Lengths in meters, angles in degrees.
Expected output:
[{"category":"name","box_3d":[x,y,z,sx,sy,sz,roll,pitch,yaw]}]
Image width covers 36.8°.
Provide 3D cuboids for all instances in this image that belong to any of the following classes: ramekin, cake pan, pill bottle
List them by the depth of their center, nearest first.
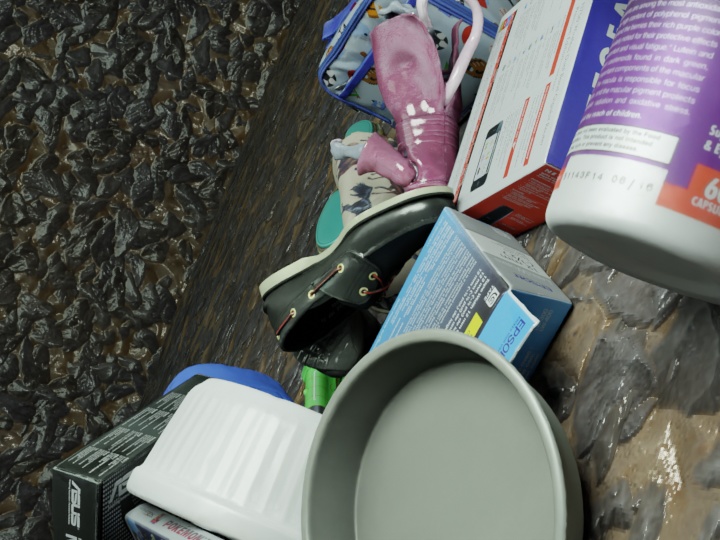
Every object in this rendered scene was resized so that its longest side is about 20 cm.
[{"category":"pill bottle","box_3d":[0.171,-0.093,0.498,0.201,0.111,0.111,-68,14,-3]},{"category":"cake pan","box_3d":[0.043,0.134,0.603,0.200,0.037,0.202,-15,69,45]},{"category":"ramekin","box_3d":[-0.054,0.149,0.761,0.095,0.201,0.202,-68,14,-14]}]

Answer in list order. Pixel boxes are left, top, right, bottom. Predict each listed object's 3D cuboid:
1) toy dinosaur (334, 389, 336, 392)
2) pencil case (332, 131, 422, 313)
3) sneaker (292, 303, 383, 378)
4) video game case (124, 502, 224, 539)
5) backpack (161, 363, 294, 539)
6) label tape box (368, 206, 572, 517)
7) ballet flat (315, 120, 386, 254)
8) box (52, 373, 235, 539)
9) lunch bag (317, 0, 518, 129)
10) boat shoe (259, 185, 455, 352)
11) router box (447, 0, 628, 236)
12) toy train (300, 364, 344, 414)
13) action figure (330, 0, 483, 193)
[{"category":"toy dinosaur","box_3d":[0.011,0.129,0.882,0.088,0.047,0.201,-28,44,58]},{"category":"pencil case","box_3d":[0.021,-0.044,0.997,0.077,0.090,0.201,-25,37,11]},{"category":"sneaker","box_3d":[-0.014,0.054,0.988,0.076,0.091,0.200,-53,16,8]},{"category":"video game case","box_3d":[-0.080,0.255,0.712,0.023,0.201,0.182,-29,11,-26]},{"category":"backpack","box_3d":[-0.127,0.204,1.051,0.168,0.162,0.201,36,104,46]},{"category":"label tape box","box_3d":[0.072,0.060,0.720,0.144,0.066,0.200,-63,20,15]},{"category":"ballet flat","box_3d":[0.002,-0.081,1.204,0.071,0.070,0.201,-50,21,48]},{"category":"box","box_3d":[-0.166,0.205,0.854,0.200,0.047,0.194,-32,-47,-63]},{"category":"lunch bag","box_3d":[0.049,-0.212,1.035,0.200,0.160,0.076,-44,26,56]},{"category":"boat shoe","box_3d":[0.002,0.000,0.851,0.201,0.073,0.063,-34,64,33]},{"category":"router box","box_3d":[0.138,-0.131,0.804,0.179,0.049,0.201,-28,41,68]},{"category":"toy train","box_3d":[-0.030,0.103,1.041,0.042,0.056,0.200,-60,15,24]},{"category":"action figure","box_3d":[0.063,-0.115,0.904,0.149,0.133,0.201,-22,67,52]}]
